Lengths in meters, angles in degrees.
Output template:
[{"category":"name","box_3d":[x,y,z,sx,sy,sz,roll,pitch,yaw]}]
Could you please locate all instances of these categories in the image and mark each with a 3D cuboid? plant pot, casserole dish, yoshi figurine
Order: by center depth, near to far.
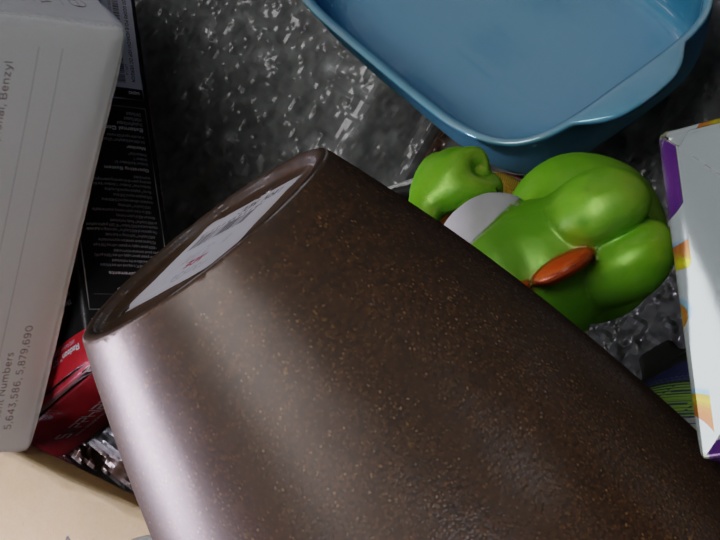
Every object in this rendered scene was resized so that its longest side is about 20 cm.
[{"category":"plant pot","box_3d":[0.012,0.069,0.685,0.187,0.187,0.200,-34,101,18]},{"category":"yoshi figurine","box_3d":[0.034,0.015,0.815,0.199,0.112,0.112,-25,40,31]},{"category":"casserole dish","box_3d":[0.056,-0.105,0.899,0.121,0.039,0.200,-35,49,-12]}]

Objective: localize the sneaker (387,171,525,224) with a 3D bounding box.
[{"category":"sneaker","box_3d":[0.000,0.000,0.909,0.199,0.082,0.078,-20,68,25]}]

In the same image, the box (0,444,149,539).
[{"category":"box","box_3d":[-0.130,0.162,0.917,0.200,0.021,0.164,19,98,42]}]

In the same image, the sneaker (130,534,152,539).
[{"category":"sneaker","box_3d":[-0.019,0.148,0.823,0.082,0.199,0.077,128,154,-49]}]

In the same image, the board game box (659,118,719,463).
[{"category":"board game box","box_3d":[0.185,0.017,0.728,0.103,0.200,0.105,-13,72,26]}]

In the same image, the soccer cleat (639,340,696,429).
[{"category":"soccer cleat","box_3d":[0.091,0.095,0.839,0.200,0.065,0.084,-36,52,15]}]

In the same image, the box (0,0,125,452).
[{"category":"box","box_3d":[-0.207,-0.058,0.927,0.199,0.130,0.201,49,131,49]}]

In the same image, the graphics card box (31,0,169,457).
[{"category":"graphics card box","box_3d":[-0.136,-0.030,0.984,0.125,0.051,0.201,-38,58,51]}]
